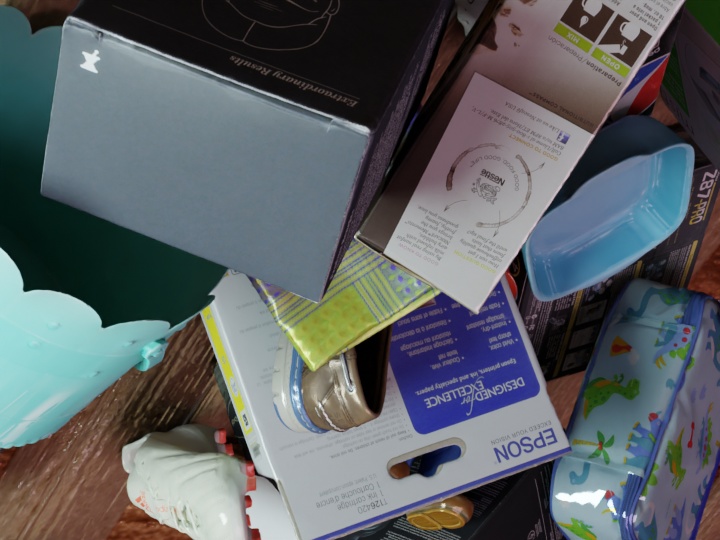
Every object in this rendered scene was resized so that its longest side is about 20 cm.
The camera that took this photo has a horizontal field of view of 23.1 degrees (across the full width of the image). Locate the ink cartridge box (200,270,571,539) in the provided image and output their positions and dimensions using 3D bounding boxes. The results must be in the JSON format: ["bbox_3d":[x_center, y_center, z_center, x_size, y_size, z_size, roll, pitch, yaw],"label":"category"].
[{"bbox_3d":[0.011,0.056,1.132,0.196,0.201,0.047,-16,171,-21],"label":"ink cartridge box"}]

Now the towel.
[{"bbox_3d":[-0.024,-0.060,1.012,0.143,0.201,0.023,-32,-176,-3],"label":"towel"}]

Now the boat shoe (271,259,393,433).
[{"bbox_3d":[0.000,0.000,1.072,0.072,0.202,0.072,-2,168,34],"label":"boat shoe"}]

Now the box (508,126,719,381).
[{"bbox_3d":[0.174,-0.005,1.298,0.160,0.049,0.201,-15,140,-20],"label":"box"}]

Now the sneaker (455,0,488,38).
[{"bbox_3d":[0.066,-0.186,1.015,0.072,0.072,0.201,-2,145,5],"label":"sneaker"}]

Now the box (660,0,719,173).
[{"bbox_3d":[0.269,-0.119,1.114,0.096,0.201,0.177,-29,144,-2],"label":"box"}]

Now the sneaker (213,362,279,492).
[{"bbox_3d":[-0.008,0.117,1.241,0.199,0.115,0.076,9,147,-42],"label":"sneaker"}]

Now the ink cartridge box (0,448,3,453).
[{"bbox_3d":[-0.290,0.084,1.037,0.145,0.084,0.200,10,125,-41],"label":"ink cartridge box"}]

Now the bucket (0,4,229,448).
[{"bbox_3d":[-0.179,-0.018,0.912,0.206,0.208,0.135,13,135,-43],"label":"bucket"}]

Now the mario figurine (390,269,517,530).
[{"bbox_3d":[0.064,0.066,1.193,0.105,0.201,0.124,-1,146,29],"label":"mario figurine"}]

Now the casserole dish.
[{"bbox_3d":[0.153,-0.042,1.136,0.121,0.039,0.200,-29,161,-2],"label":"casserole dish"}]

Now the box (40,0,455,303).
[{"bbox_3d":[-0.046,-0.104,0.869,0.148,0.200,0.108,22,130,4],"label":"box"}]

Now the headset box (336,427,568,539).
[{"bbox_3d":[0.070,0.226,1.259,0.200,0.092,0.175,-44,134,-36],"label":"headset box"}]

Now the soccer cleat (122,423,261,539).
[{"bbox_3d":[-0.113,0.147,1.161,0.077,0.200,0.070,-6,99,-13],"label":"soccer cleat"}]

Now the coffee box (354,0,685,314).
[{"bbox_3d":[0.082,-0.090,0.934,0.080,0.113,0.201,32,101,-5],"label":"coffee box"}]

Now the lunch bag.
[{"bbox_3d":[0.215,0.119,1.287,0.201,0.082,0.161,-67,149,-20],"label":"lunch bag"}]

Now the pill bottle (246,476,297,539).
[{"bbox_3d":[-0.018,0.199,1.320,0.199,0.116,0.116,14,123,-50],"label":"pill bottle"}]

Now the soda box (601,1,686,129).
[{"bbox_3d":[0.144,-0.131,1.085,0.063,0.071,0.200,-25,155,-14],"label":"soda box"}]
